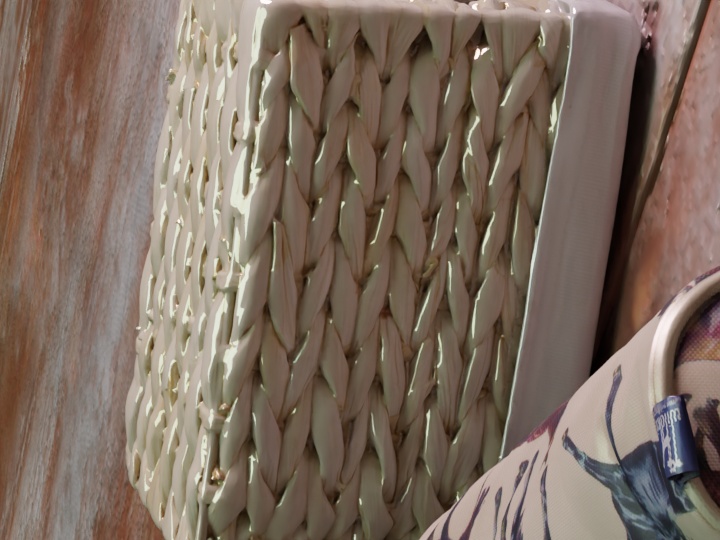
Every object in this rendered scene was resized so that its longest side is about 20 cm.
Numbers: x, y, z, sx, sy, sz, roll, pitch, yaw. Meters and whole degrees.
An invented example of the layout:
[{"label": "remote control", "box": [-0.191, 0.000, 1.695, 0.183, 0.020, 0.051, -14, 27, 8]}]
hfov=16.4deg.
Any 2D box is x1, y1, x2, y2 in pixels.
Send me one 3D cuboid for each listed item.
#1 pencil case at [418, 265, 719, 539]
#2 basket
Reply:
[{"label": "pencil case", "box": [0.072, 0.071, 0.643, 0.200, 0.077, 0.090, 128, 162, -59]}, {"label": "basket", "box": [0.000, 0.000, 0.811, 0.136, 0.122, 0.202, -141, 57, -70]}]
